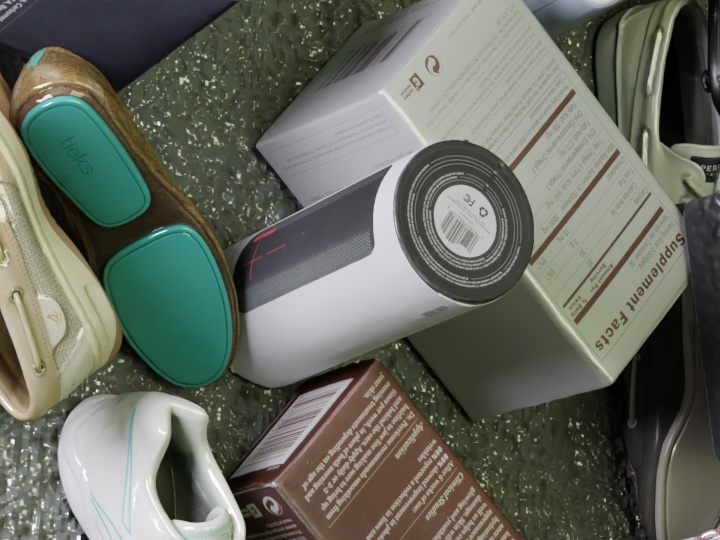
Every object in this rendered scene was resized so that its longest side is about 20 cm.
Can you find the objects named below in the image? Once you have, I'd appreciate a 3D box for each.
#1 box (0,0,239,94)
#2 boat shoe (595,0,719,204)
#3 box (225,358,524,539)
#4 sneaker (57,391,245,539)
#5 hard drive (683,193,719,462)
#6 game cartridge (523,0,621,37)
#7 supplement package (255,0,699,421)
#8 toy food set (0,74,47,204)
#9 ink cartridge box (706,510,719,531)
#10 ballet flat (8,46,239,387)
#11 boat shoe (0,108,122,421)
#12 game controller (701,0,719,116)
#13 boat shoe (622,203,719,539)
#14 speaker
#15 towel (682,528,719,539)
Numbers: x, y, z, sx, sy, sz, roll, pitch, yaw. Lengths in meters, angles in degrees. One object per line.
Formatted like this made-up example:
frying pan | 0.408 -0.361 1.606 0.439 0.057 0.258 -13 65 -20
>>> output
box | -0.159 -0.222 1.419 0.199 0.117 0.198 24 53 -29
boat shoe | 0.178 -0.056 1.680 0.073 0.065 0.201 -5 82 -37
box | 0.023 0.154 1.514 0.200 0.075 0.100 51 55 -13
sneaker | -0.088 0.154 1.428 0.070 0.080 0.201 -18 91 -39
hard drive | 0.256 0.032 1.612 0.199 0.033 0.140 2 78 -46
game cartridge | 0.156 -0.174 1.651 0.200 0.133 0.041 -29 89 -36
supplement package | 0.066 -0.038 1.561 0.200 0.117 0.117 52 53 -16
toy food set | -0.235 -0.043 1.386 0.199 0.049 0.199 20 68 -31
ink cartridge box | 0.293 0.132 1.708 0.144 0.084 0.200 43 59 -21
ballet flat | -0.115 -0.032 1.453 0.200 0.068 0.073 58 13 -36
boat shoe | -0.186 -0.024 1.344 0.065 0.072 0.201 -44 111 -36
game controller | 0.247 -0.107 1.723 0.200 0.042 0.105 35 45 -54
boat shoe | 0.176 0.059 1.649 0.067 0.057 0.201 -8 109 -39
speaker | 0.000 0.000 1.453 0.081 0.200 0.082 8 73 -29
towel | 0.244 0.187 1.606 0.030 0.199 0.147 -97 162 -65
